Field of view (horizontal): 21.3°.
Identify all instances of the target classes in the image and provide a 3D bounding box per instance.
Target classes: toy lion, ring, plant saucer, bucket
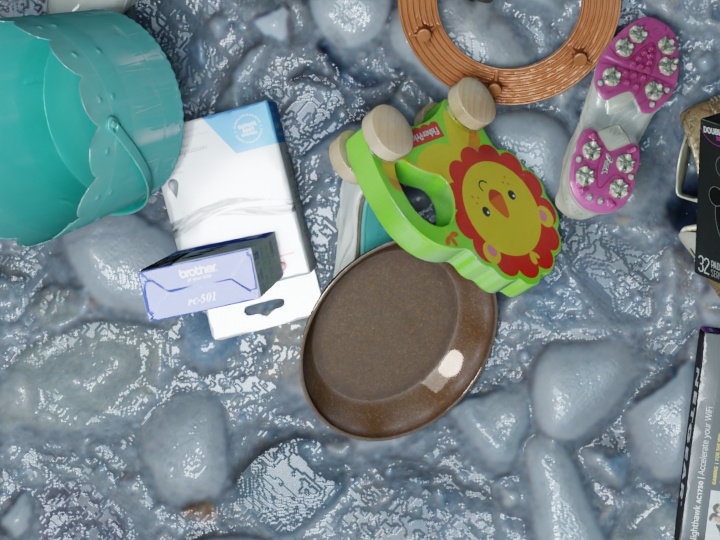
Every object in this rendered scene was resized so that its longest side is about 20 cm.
[{"bbox_3d":[0.089,-0.062,1.673,0.069,0.199,0.193,-33,82,42],"label":"toy lion"},{"bbox_3d":[0.131,-0.239,1.697,0.198,0.019,0.202,2,116,4],"label":"ring"},{"bbox_3d":[0.029,0.055,1.709,0.199,0.037,0.202,-13,121,-24],"label":"plant saucer"},{"bbox_3d":[-0.261,-0.129,1.664,0.206,0.134,0.209,12,110,35],"label":"bucket"}]

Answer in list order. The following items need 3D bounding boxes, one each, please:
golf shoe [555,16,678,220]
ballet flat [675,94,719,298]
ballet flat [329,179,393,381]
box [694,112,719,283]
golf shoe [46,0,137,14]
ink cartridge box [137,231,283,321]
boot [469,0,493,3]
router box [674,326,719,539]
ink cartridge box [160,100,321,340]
[{"bbox_3d":[0.222,-0.135,1.713,0.075,0.092,0.201,28,71,-6],"label":"golf shoe"},{"bbox_3d":[0.318,-0.056,1.724,0.065,0.070,0.202,-2,90,30],"label":"ballet flat"},{"bbox_3d":[0.000,0.000,1.728,0.069,0.070,0.202,7,114,2],"label":"ballet flat"},{"bbox_3d":[0.392,-0.048,1.589,0.124,0.199,0.150,-19,119,-32],"label":"box"},{"bbox_3d":[-0.212,-0.290,1.710,0.078,0.097,0.200,43,96,-2],"label":"golf shoe"},{"bbox_3d":[-0.121,0.003,1.602,0.093,0.200,0.045,-12,94,3],"label":"ink cartridge box"},{"bbox_3d":[0.156,-0.289,1.713,0.198,0.077,0.139,20,101,11],"label":"boot"},{"bbox_3d":[0.369,0.160,1.730,0.148,0.051,0.202,7,93,4],"label":"router box"},{"bbox_3d":[-0.109,-0.043,1.733,0.115,0.067,0.202,-14,93,4],"label":"ink cartridge box"}]
